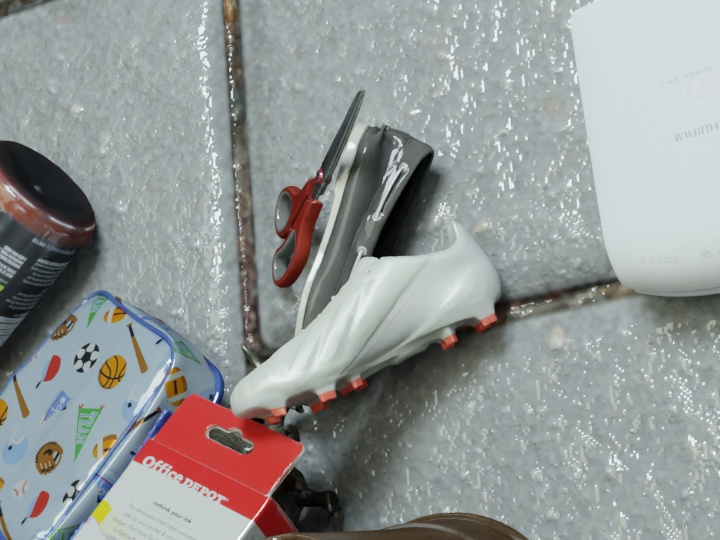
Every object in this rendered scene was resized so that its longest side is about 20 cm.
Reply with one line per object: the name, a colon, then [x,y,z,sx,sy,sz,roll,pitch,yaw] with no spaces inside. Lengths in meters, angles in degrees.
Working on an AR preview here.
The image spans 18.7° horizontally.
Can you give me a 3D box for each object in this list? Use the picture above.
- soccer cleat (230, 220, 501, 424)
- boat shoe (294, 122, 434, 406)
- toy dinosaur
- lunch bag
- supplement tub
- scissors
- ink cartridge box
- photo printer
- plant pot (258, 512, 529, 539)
soccer cleat: [-0.002,0.036,1.441,0.199,0.069,0.078,-25,83,-13]
boat shoe: [0.000,0.000,1.491,0.057,0.067,0.201,15,92,14]
toy dinosaur: [-0.077,0.143,1.509,0.102,0.077,0.201,-27,70,19]
lunch bag: [-0.193,0.122,1.554,0.200,0.076,0.160,-55,42,-3]
supplement tub: [-0.298,0.005,1.661,0.200,0.107,0.107,-48,59,16]
scissors: [-0.027,-0.050,1.485,0.200,0.014,0.074,133,142,-61]
ink cartridge box: [-0.120,0.189,1.426,0.116,0.067,0.200,22,65,37]
photo printer: [0.220,-0.087,1.361,0.166,0.069,0.201,-16,72,30]
plant pot: [0.008,0.243,1.359,0.199,0.198,0.201,-7,77,31]
